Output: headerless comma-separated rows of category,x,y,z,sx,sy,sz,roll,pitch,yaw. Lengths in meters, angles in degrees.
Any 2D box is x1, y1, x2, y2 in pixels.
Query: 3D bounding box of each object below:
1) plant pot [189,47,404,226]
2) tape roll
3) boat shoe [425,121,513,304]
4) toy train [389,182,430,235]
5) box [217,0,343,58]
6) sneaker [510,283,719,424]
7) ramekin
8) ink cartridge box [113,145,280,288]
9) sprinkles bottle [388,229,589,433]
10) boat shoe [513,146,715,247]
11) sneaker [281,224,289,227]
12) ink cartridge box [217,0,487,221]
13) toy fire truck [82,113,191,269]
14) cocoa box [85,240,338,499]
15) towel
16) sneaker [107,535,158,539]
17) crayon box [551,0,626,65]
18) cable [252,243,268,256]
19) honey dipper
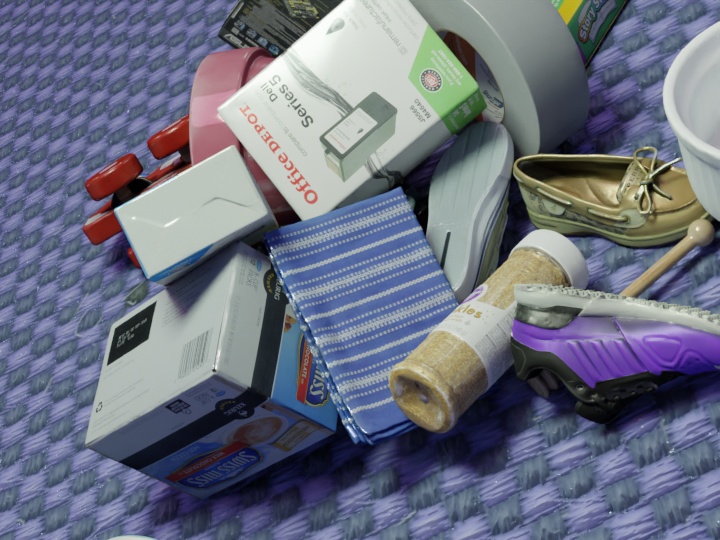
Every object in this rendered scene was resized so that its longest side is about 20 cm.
plant pot,-0.055,-0.127,1.593,0.177,0.201,0.201,-3,44,15
tape roll,0.123,-0.195,1.486,0.066,0.201,0.200,-34,33,-19
boat shoe,0.097,-0.042,1.435,0.071,0.062,0.201,1,57,30
toy train,0.000,0.000,1.484,0.200,0.085,0.114,-45,23,-9
box,-0.027,-0.239,1.628,0.161,0.199,0.049,-43,17,51
sneaker,0.209,0.072,1.232,0.198,0.069,0.101,10,93,22
ramekin,0.346,-0.116,1.267,0.198,0.098,0.202,-11,43,11
ink cartridge box,-0.136,-0.041,1.387,0.115,0.068,0.200,-28,-3,-2
sprinkles bottle,0.107,0.047,1.302,0.068,0.069,0.200,7,39,45
boat shoe,0.219,-0.067,1.381,0.199,0.063,0.074,1,48,40
sneaker,-0.117,0.033,1.540,0.200,0.089,0.077,-39,9,12
ink cartridge box,-0.007,-0.147,1.450,0.200,0.084,0.146,-40,79,3
toy fire truck,-0.212,-0.096,1.767,0.199,0.113,0.168,-32,11,6
cocoa box,-0.121,0.091,1.374,0.199,0.131,0.134,-30,41,41
towel,0.018,0.035,1.324,0.144,0.201,0.024,-19,-16,-25
sneaker,-0.228,0.301,1.331,0.199,0.080,0.131,-22,34,36
crayon box,0.178,-0.267,1.653,0.172,0.058,0.201,7,54,43
cable,-0.131,0.031,1.452,0.199,0.051,0.097,-34,-1,11
honey dipper,0.214,0.027,1.303,0.200,0.038,0.038,-39,35,-8
